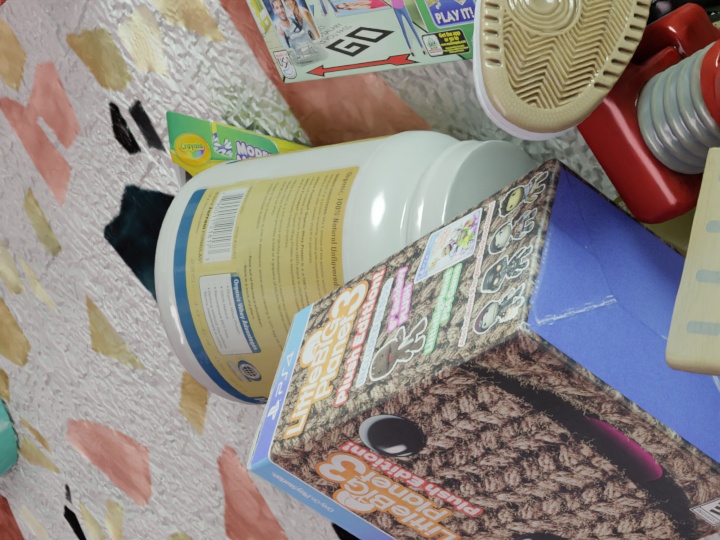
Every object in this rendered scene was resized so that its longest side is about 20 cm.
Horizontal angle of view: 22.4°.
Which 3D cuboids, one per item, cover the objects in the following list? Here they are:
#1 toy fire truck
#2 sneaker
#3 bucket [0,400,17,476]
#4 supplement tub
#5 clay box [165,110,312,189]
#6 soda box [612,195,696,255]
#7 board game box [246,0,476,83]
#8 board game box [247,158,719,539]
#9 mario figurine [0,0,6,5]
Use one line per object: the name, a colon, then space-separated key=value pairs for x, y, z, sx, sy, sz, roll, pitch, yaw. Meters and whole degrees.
toy fire truck: x=0.151 y=-0.052 z=0.736 sx=0.129 sy=0.200 sz=0.176 roll=58 pitch=148 yaw=-4
sneaker: x=0.078 y=-0.128 z=0.800 sx=0.070 sy=0.200 sz=0.109 roll=18 pitch=154 yaw=-10
bucket: x=-0.445 y=0.158 z=1.788 sx=0.207 sy=0.135 sz=0.207 roll=33 pitch=141 yaw=31
supplement tub: x=0.000 y=0.000 z=1.015 sx=0.200 sy=0.145 sz=0.145 roll=-6 pitch=116 yaw=38
clay box: x=-0.057 y=-0.016 z=1.191 sx=0.115 sy=0.048 sz=0.200 roll=19 pitch=132 yaw=41
soda box: x=0.165 y=0.043 z=0.937 sx=0.068 sy=0.064 sz=0.200 roll=31 pitch=142 yaw=33
board game box: x=-0.003 y=-0.175 z=0.990 sx=0.200 sy=0.029 sz=0.135 roll=0 pitch=120 yaw=53
board game box: x=0.074 y=0.063 z=0.856 sx=0.159 sy=0.097 sz=0.200 roll=34 pitch=140 yaw=-22
mario figurine: x=-0.260 y=-0.219 z=1.209 sx=0.200 sy=0.123 sz=0.106 roll=-9 pitch=124 yaw=51
